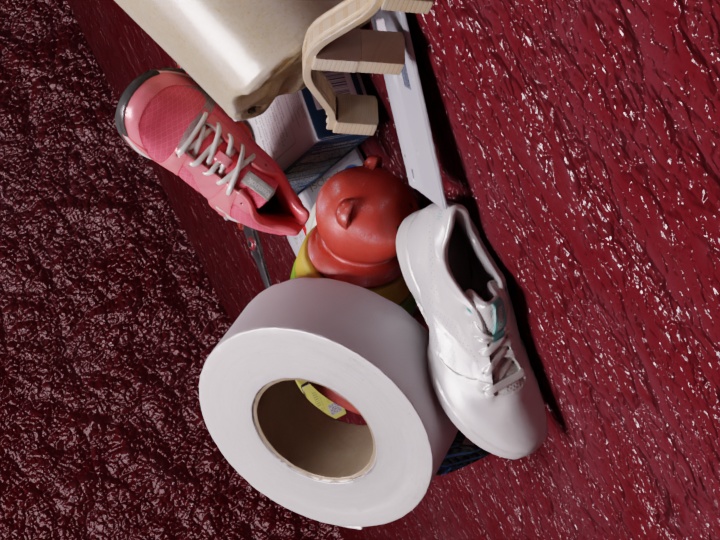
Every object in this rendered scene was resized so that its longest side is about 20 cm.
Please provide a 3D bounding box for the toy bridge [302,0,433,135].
[{"bbox_3d":[-0.004,-0.147,0.991,0.200,0.067,0.027,117,154,-67],"label":"toy bridge"}]

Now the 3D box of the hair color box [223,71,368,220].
[{"bbox_3d":[-0.068,-0.123,1.250,0.200,0.060,0.100,-32,74,58],"label":"hair color box"}]

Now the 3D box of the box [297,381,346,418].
[{"bbox_3d":[-0.083,0.166,2.252,0.075,0.050,0.200,68,168,-20],"label":"box"}]

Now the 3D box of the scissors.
[{"bbox_3d":[-0.096,-0.034,1.263,0.073,0.014,0.200,-4,99,57],"label":"scissors"}]

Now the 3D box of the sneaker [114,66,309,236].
[{"bbox_3d":[-0.102,-0.087,1.124,0.087,0.074,0.200,32,175,39],"label":"sneaker"}]

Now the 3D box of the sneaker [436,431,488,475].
[{"bbox_3d":[0.056,0.131,1.329,0.200,0.076,0.077,48,-161,-67],"label":"sneaker"}]

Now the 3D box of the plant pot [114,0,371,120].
[{"bbox_3d":[-0.093,-0.219,1.075,0.184,0.200,0.200,52,169,3],"label":"plant pot"}]

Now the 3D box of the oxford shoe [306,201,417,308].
[{"bbox_3d":[0.007,-0.004,1.317,0.058,0.075,0.200,30,159,35],"label":"oxford shoe"}]

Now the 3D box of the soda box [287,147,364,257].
[{"bbox_3d":[-0.029,-0.053,1.407,0.064,0.068,0.200,63,169,17],"label":"soda box"}]

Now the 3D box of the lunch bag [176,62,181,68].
[{"bbox_3d":[-0.133,-0.224,1.400,0.176,0.082,0.200,-146,46,-77],"label":"lunch bag"}]

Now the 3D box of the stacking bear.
[{"bbox_3d":[0.000,0.000,1.189,0.114,0.121,0.200,24,140,16],"label":"stacking bear"}]

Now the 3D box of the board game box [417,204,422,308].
[{"bbox_3d":[0.074,0.041,1.264,0.200,0.019,0.103,65,171,-3],"label":"board game box"}]

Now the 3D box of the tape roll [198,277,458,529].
[{"bbox_3d":[-0.024,0.106,1.167,0.202,0.071,0.203,14,129,17],"label":"tape roll"}]

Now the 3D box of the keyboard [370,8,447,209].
[{"bbox_3d":[0.030,-0.140,1.035,0.056,0.011,0.200,35,144,59],"label":"keyboard"}]

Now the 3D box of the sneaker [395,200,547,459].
[{"bbox_3d":[0.088,0.044,1.080,0.200,0.075,0.088,66,158,0],"label":"sneaker"}]
